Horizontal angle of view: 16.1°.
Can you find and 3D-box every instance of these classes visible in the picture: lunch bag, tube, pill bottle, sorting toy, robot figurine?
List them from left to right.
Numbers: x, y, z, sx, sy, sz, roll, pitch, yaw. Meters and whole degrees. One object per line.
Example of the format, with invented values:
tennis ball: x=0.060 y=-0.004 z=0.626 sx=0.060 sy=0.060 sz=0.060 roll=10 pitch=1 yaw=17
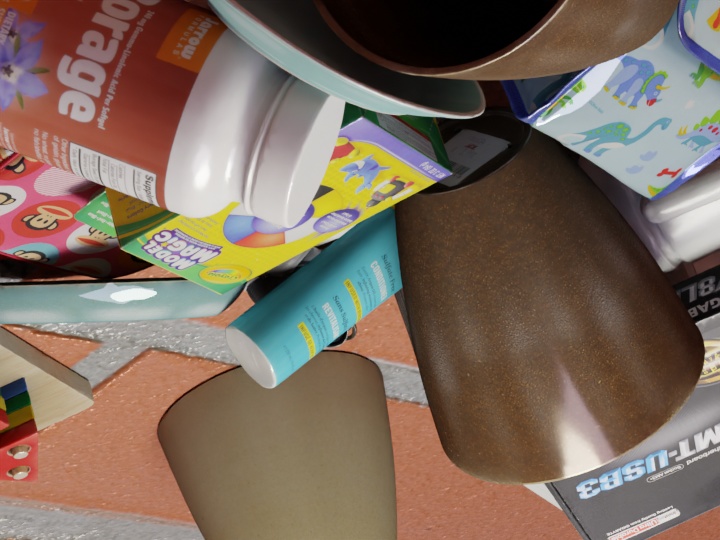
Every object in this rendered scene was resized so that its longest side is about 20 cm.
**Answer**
sorting toy: x=-0.319 y=0.121 z=1.846 sx=0.200 sy=0.070 sz=0.199 roll=-25 pitch=153 yaw=14
lunch bag: x=-0.176 y=-0.057 z=1.574 sx=0.176 sy=0.082 sz=0.200 roll=-31 pitch=151 yaw=26
pill bottle: x=-0.116 y=-0.096 z=1.400 sx=0.200 sy=0.112 sz=0.112 roll=20 pitch=153 yaw=9
tube: x=0.000 y=0.000 z=1.694 sx=0.200 sy=0.050 sz=0.077 roll=-39 pitch=142 yaw=-21
lunch bag: x=0.195 y=-0.157 z=1.574 sx=0.200 sy=0.127 sz=0.170 roll=-41 pitch=145 yaw=17
robot figurine: x=0.233 y=-0.069 z=1.762 sx=0.200 sy=0.113 sz=0.170 roll=-26 pitch=-176 yaw=15

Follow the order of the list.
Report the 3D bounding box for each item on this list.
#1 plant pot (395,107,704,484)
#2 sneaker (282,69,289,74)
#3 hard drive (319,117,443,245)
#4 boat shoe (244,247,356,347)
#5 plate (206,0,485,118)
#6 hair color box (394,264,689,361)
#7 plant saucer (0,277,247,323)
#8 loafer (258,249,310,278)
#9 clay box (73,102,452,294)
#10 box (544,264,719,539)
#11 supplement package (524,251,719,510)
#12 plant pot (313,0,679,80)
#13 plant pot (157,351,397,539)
plant pot: x=0.102 y=0.002 z=1.647 sx=0.187 sy=0.187 sz=0.200 roll=-22 pitch=121 yaw=8
sneaker: x=0.012 y=-0.137 z=1.535 sx=0.200 sy=0.082 sz=0.074 roll=-27 pitch=150 yaw=16
hard drive: x=-0.033 y=-0.056 z=1.725 sx=0.200 sy=0.026 sz=0.132 roll=-21 pitch=153 yaw=7
boat shoe: x=-0.029 y=0.022 z=1.792 sx=0.070 sy=0.066 sz=0.200 roll=-22 pitch=169 yaw=11
plate: x=-0.022 y=-0.132 z=1.400 sx=0.200 sy=0.200 sz=0.026 roll=12 pitch=117 yaw=-45
hair color box: x=0.127 y=0.003 z=1.840 sx=0.200 sy=0.111 sz=0.064 roll=-14 pitch=153 yaw=-7
plant saucer: x=-0.173 y=0.019 z=1.674 sx=0.200 sy=0.027 sz=0.200 roll=-2 pitch=180 yaw=0
loafer: x=-0.023 y=-0.070 z=1.631 sx=0.072 sy=0.073 sz=0.200 roll=24 pitch=128 yaw=-35
clay box: x=-0.059 y=-0.047 z=1.517 sx=0.200 sy=0.048 sz=0.115 roll=-28 pitch=153 yaw=21
box: x=0.218 y=0.101 z=1.813 sx=0.200 sy=0.050 sz=0.199 roll=-24 pitch=133 yaw=10
supplement package: x=0.209 y=0.078 z=1.988 sx=0.200 sy=0.147 sz=0.191 roll=-27 pitch=150 yaw=18
plant pot: x=0.095 y=-0.182 z=1.412 sx=0.187 sy=0.187 sz=0.200 roll=-30 pitch=159 yaw=24
plant pot: x=-0.045 y=0.195 z=2.006 sx=0.187 sy=0.200 sz=0.187 roll=-14 pitch=153 yaw=-7
